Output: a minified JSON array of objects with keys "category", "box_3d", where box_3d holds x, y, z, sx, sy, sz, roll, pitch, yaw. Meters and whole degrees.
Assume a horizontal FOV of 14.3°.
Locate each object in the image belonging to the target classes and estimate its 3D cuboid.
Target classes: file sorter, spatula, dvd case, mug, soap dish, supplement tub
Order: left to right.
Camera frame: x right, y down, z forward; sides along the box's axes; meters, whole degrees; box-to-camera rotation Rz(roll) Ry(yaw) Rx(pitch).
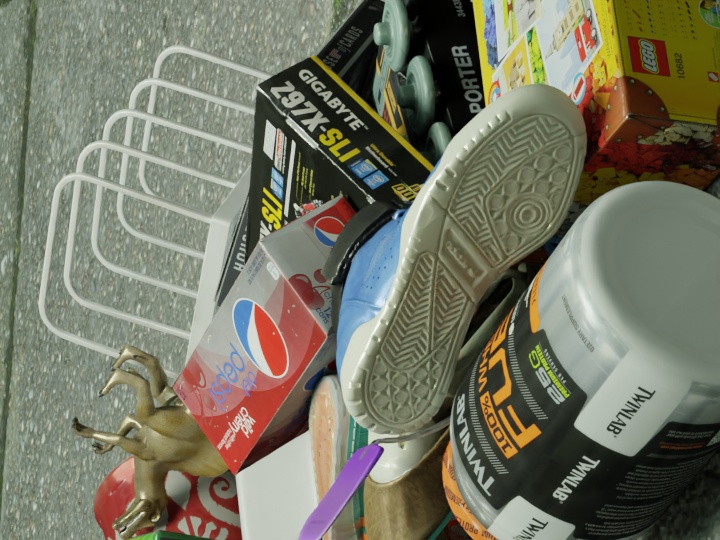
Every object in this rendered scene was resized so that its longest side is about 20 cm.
[{"category":"file sorter","box_3d":[-0.118,-0.040,1.905,0.200,0.124,0.139,-59,-16,-55]},{"category":"mug","box_3d":[-0.082,0.235,1.926,0.133,0.177,0.201,-32,50,18]},{"category":"dvd case","box_3d":[-0.035,-0.076,1.836,0.200,0.025,0.151,-56,-14,-61]},{"category":"soap dish","box_3d":[-0.019,0.100,1.809,0.157,0.081,0.201,126,145,-51]},{"category":"spatula","box_3d":[0.041,0.075,1.499,0.021,0.200,0.057,54,164,-5]},{"category":"supplement tub","box_3d":[0.120,0.059,1.406,0.200,0.122,0.123,122,147,-48]}]

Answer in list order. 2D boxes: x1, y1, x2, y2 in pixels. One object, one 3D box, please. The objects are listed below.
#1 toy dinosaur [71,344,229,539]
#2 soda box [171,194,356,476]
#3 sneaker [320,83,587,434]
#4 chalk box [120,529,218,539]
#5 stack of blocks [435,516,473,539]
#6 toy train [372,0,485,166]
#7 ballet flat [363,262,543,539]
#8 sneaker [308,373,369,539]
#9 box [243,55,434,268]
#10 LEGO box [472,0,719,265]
[{"category":"toy dinosaur","box_3d":[-0.117,0.091,1.832,0.200,0.101,0.058,-47,12,41]},{"category":"soda box","box_3d":[-0.042,0.040,1.635,0.070,0.063,0.200,53,151,11]},{"category":"sneaker","box_3d":[0.042,-0.024,1.468,0.201,0.076,0.111,-64,21,22]},{"category":"chalk box","box_3d":[-0.100,0.228,1.710,0.200,0.124,0.125,-18,64,55]},{"category":"stack of blocks","box_3d":[0.021,0.232,1.622,0.059,0.115,0.201,-117,39,-54]},{"category":"toy train","box_3d":[0.057,-0.079,1.675,0.114,0.085,0.201,100,160,-48]},{"category":"ballet flat","box_3d":[0.049,0.063,1.546,0.200,0.072,0.068,-53,32,-1]},{"category":"sneaker","box_3d":[0.017,0.127,1.641,0.201,0.079,0.072,85,171,-46]},{"category":"box","box_3d":[0.000,0.000,1.651,0.160,0.049,0.201,46,150,29]},{"category":"LEGO box","box_3d":[0.127,-0.124,1.500,0.149,0.077,0.201,128,142,-53]}]
